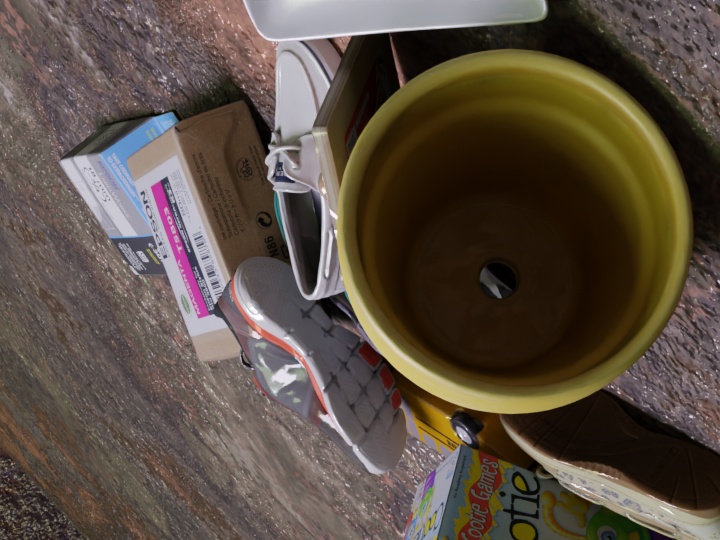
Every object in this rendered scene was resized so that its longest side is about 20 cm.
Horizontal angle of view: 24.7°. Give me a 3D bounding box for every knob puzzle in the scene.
[{"bbox_3d":[0.003,-0.049,1.080,0.030,0.221,0.221,-4,134,15],"label":"knob puzzle"}]

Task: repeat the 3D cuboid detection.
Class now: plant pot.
[{"bbox_3d":[0.087,-0.009,0.994,0.201,0.201,0.189,47,173,8],"label":"plant pot"}]

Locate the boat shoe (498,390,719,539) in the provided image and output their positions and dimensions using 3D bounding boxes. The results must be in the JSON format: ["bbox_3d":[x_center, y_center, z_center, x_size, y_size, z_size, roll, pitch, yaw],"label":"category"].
[{"bbox_3d":[0.180,0.142,1.175,0.199,0.073,0.063,29,146,42],"label":"boat shoe"}]

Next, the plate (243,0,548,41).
[{"bbox_3d":[-0.003,-0.227,0.933,0.198,0.032,0.201,0,130,29],"label":"plate"}]

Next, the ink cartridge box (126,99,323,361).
[{"bbox_3d":[-0.119,-0.029,1.417,0.164,0.075,0.202,-18,93,66],"label":"ink cartridge box"}]

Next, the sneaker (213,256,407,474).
[{"bbox_3d":[-0.042,0.081,1.309,0.201,0.077,0.082,54,135,0],"label":"sneaker"}]

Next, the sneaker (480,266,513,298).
[{"bbox_3d":[0.059,0.009,1.204,0.201,0.080,0.086,57,168,1],"label":"sneaker"}]

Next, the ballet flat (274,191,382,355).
[{"bbox_3d":[0.000,0.000,1.306,0.201,0.072,0.072,52,161,31],"label":"ballet flat"}]

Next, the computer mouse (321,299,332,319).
[{"bbox_3d":[-0.029,0.056,1.433,0.200,0.034,0.059,-130,24,-65],"label":"computer mouse"}]

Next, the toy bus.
[{"bbox_3d":[0.083,0.111,1.325,0.199,0.065,0.079,29,151,41],"label":"toy bus"}]

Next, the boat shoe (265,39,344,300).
[{"bbox_3d":[-0.035,-0.076,1.209,0.073,0.065,0.202,4,112,51],"label":"boat shoe"}]

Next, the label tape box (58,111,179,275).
[{"bbox_3d":[-0.202,-0.071,1.591,0.145,0.063,0.199,57,157,-16],"label":"label tape box"}]

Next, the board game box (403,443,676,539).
[{"bbox_3d":[0.137,0.224,1.224,0.198,0.104,0.105,22,151,-8],"label":"board game box"}]
